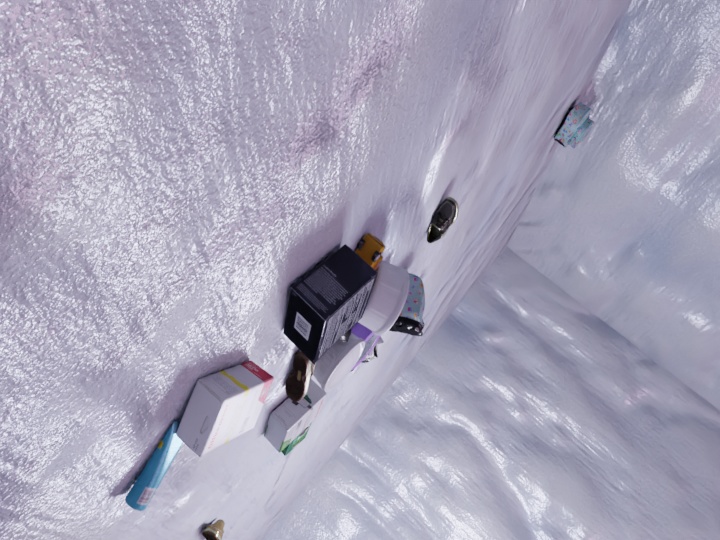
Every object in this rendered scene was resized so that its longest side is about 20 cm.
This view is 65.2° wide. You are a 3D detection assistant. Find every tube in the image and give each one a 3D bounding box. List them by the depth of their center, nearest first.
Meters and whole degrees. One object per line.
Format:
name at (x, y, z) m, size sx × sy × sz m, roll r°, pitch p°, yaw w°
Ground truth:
tube at (-0.435, 0.417, 1.221) m, size 0.204 × 0.050 × 0.077 m, roll -59°, pitch 166°, yaw -3°

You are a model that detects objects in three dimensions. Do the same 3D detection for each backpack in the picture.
backpack at (0.168, 0.116, 2.016) m, size 0.127 × 0.161 × 0.206 m, roll 92°, pitch 11°, yaw -70°
backpack at (1.089, -0.736, 2.849) m, size 0.177 × 0.149 × 0.203 m, roll -39°, pitch 154°, yaw -32°

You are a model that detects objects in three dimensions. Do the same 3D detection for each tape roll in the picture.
tape roll at (-0.003, 0.260, 2.024) m, size 0.200 × 0.065 × 0.202 m, roll -46°, pitch 161°, yaw -20°

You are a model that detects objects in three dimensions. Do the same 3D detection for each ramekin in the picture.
ramekin at (0.047, 0.068, 1.588) m, size 0.202 × 0.096 × 0.204 m, roll -54°, pitch -159°, yaw 32°
ramekin at (-0.080, 0.278, 1.803) m, size 0.202 × 0.093 × 0.204 m, roll -46°, pitch 161°, yaw -20°

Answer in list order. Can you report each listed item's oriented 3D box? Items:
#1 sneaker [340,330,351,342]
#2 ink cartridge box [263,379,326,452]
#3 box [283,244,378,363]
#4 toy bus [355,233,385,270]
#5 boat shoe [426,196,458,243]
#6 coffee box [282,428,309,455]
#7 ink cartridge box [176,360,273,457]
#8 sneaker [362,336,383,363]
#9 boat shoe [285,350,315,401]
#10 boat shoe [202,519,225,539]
sneaker at (-0.059, 0.157, 1.664) m, size 0.093 × 0.075 × 0.200 m, roll -59°, pitch 165°, yaw 1°
ink cartridge box at (-0.213, 0.474, 1.850) m, size 0.199 × 0.084 × 0.148 m, roll -37°, pitch 158°, yaw -43°
box at (-0.076, 0.081, 1.373) m, size 0.197 × 0.123 × 0.203 m, roll -39°, pitch 160°, yaw -35°
toy bus at (0.000, 0.000, 1.516) m, size 0.203 × 0.065 × 0.078 m, roll -59°, pitch 162°, yaw 20°
boat shoe at (0.277, -0.163, 1.925) m, size 0.066 × 0.071 × 0.203 m, roll -46°, pitch 166°, yaw -34°
coffee box at (-0.233, 0.590, 2.094) m, size 0.122 × 0.044 × 0.203 m, roll -34°, pitch 155°, yaw -45°
ink cartridge box at (-0.299, 0.302, 1.261) m, size 0.149 × 0.082 × 0.199 m, roll -65°, pitch 161°, yaw 14°
sneaker at (0.018, 0.328, 2.179) m, size 0.203 × 0.088 × 0.074 m, roll -57°, pitch 163°, yaw 18°
boat shoe at (-0.167, 0.305, 1.664) m, size 0.075 × 0.074 × 0.206 m, roll -41°, pitch 160°, yaw -48°
boat shoe at (-0.509, 0.913, 1.980) m, size 0.077 × 0.070 × 0.202 m, roll -58°, pitch 176°, yaw -34°
